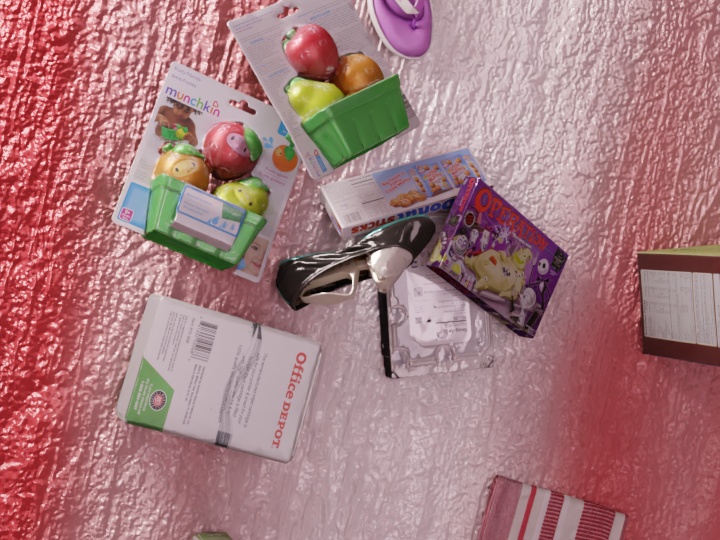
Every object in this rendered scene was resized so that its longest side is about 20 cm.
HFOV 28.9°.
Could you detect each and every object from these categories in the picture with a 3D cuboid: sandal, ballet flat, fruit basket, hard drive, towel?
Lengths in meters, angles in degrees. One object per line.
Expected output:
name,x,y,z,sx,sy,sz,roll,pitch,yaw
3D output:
sandal,0.048,-0.353,1.660,0.082,0.050,0.205,-11,95,-18
ballet flat,0.000,0.000,1.621,0.198,0.068,0.069,-20,57,7
fruit basket,-0.162,-0.111,1.577,0.184,0.094,0.201,24,81,-18
fruit basket,-0.042,-0.219,1.602,0.185,0.094,0.201,-32,86,-40
hard drive,0.090,0.025,1.696,0.138,0.038,0.202,-4,94,-18
towel,0.236,0.352,1.766,0.199,0.023,0.145,19,86,-19

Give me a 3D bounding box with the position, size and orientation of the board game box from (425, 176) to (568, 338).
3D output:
board game box,0.168,-0.013,1.682,0.200,0.032,0.121,35,71,-40

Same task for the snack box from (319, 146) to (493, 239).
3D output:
snack box,0.055,-0.094,1.664,0.198,0.024,0.072,-16,52,-18

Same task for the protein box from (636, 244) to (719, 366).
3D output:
protein box,0.482,0.038,1.743,0.197,0.200,0.136,-5,94,-18

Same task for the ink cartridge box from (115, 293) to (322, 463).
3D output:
ink cartridge box,-0.160,0.124,1.589,0.199,0.083,0.148,18,86,-18

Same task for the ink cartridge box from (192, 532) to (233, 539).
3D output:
ink cartridge box,-0.151,0.382,1.540,0.048,0.200,0.147,-1,92,-17
